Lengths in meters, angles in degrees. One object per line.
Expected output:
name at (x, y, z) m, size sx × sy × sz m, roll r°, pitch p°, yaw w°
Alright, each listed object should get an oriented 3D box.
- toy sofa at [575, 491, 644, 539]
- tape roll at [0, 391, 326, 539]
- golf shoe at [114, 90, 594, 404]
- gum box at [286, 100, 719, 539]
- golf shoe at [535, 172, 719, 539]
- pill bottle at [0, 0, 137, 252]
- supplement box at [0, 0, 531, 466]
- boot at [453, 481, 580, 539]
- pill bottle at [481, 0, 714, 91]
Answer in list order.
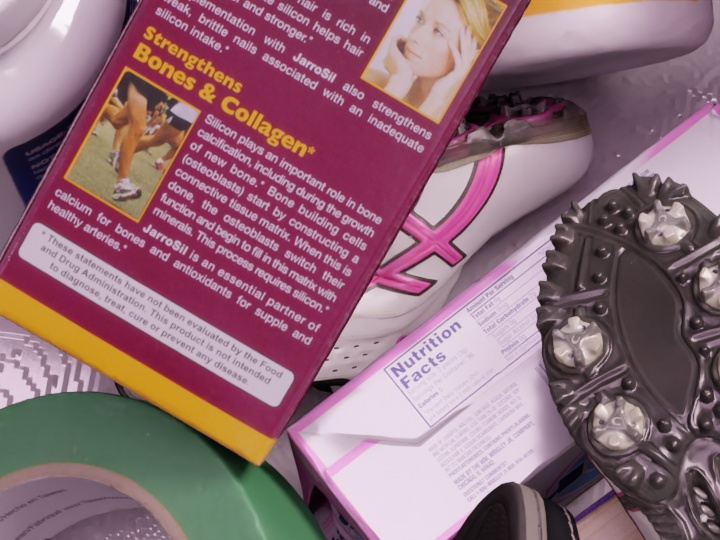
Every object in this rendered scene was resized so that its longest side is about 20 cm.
toy sofa at (0.099, 0.123, 1.006) m, size 0.200 × 0.083 × 0.098 m, roll -35°, pitch 81°, yaw -7°
tape roll at (-0.098, 0.143, 0.990) m, size 0.200 × 0.048 × 0.201 m, roll -11°, pitch 68°, yaw 30°
golf shoe at (0.000, 0.000, 1.073) m, size 0.199 × 0.073 × 0.092 m, roll -25°, pitch 103°, yaw -8°
gum box at (0.065, 0.040, 1.025) m, size 0.200 × 0.114 × 0.066 m, roll -37°, pitch 75°, yaw -9°
golf shoe at (0.111, 0.066, 0.932) m, size 0.077 × 0.088 × 0.201 m, roll -21°, pitch 64°, yaw 1°
pill bottle at (-0.137, -0.085, 1.028) m, size 0.119 × 0.200 × 0.120 m, roll -1°, pitch 73°, yaw 2°
supplement box at (-0.027, -0.054, 0.964) m, size 0.110 × 0.086 × 0.201 m, roll 30°, pitch 100°, yaw -1°
boot at (0.096, 0.175, 0.917) m, size 0.153 × 0.073 × 0.204 m, roll 13°, pitch 57°, yaw -23°
pill bottle at (0.059, -0.171, 1.051) m, size 0.116 × 0.116 × 0.201 m, roll -8°, pitch 88°, yaw 0°
